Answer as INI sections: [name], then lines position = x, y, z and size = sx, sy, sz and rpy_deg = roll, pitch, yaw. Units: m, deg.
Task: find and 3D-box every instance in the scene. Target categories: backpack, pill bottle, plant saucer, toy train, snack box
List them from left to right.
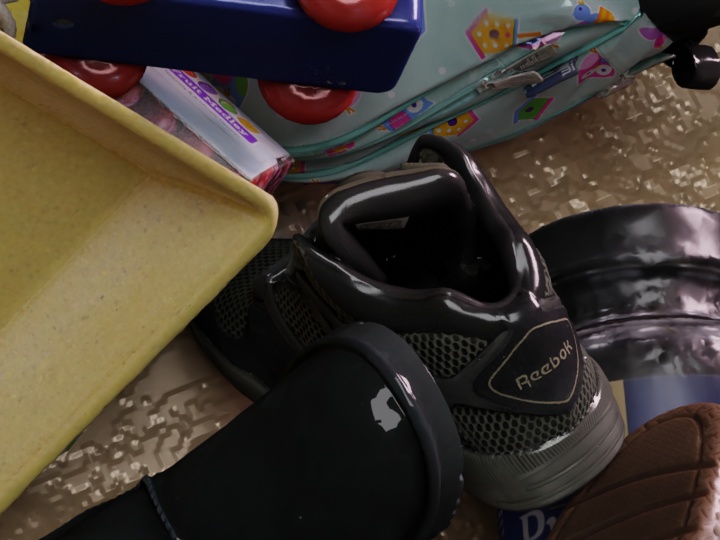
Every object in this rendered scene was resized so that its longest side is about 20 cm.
[plant saucer]
position = -0.159, -0.003, 0.941
size = 0.200, 0.200, 0.049
rpy_deg = -45, 45, 15
[snack box]
position = -0.143, -0.048, 1.032
size = 0.200, 0.053, 0.142
rpy_deg = 42, 110, 7
[toy train]
position = -0.080, -0.122, 0.958
size = 0.199, 0.085, 0.116
rpy_deg = 6, 67, -10
[backpack]
position = 0.019, -0.114, 1.067
size = 0.199, 0.127, 0.168
rpy_deg = -28, 77, 13
[pill bottle]
position = 0.102, 0.085, 1.040
size = 0.111, 0.112, 0.201
rpy_deg = 0, 69, -12

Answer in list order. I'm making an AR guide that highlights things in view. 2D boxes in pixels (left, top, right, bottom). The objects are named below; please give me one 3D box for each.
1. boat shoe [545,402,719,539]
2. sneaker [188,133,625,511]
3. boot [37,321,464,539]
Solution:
[boat shoe]
position = 0.086, 0.139, 0.933
size = 0.075, 0.074, 0.203
rpy_deg = 45, 56, -29
[sneaker]
position = 0.000, 0.000, 1.006
size = 0.076, 0.199, 0.115
rpy_deg = -34, 121, -22
[boot]
position = -0.069, 0.097, 0.957
size = 0.162, 0.198, 0.074
rpy_deg = -27, 84, -29
